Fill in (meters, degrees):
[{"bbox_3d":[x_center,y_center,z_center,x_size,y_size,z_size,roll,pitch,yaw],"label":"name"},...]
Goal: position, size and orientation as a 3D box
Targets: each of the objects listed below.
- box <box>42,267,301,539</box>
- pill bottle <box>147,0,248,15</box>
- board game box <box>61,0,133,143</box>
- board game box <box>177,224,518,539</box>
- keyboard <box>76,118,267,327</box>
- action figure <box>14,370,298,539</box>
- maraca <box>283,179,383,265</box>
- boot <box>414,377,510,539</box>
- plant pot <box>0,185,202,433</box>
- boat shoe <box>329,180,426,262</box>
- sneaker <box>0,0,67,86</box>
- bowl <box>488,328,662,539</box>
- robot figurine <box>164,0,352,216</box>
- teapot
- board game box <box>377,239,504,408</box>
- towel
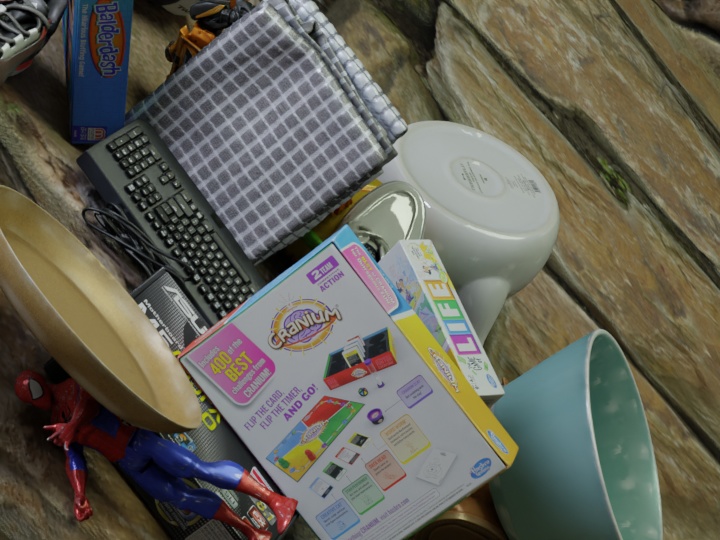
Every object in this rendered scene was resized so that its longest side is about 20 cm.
[{"bbox_3d":[-0.120,0.109,1.542,0.201,0.044,0.160,53,23,-3],"label":"box"},{"bbox_3d":[-0.176,-0.291,1.917,0.199,0.106,0.107,26,35,-48],"label":"pill bottle"},{"bbox_3d":[-0.202,-0.222,1.678,0.045,0.201,0.153,-1,45,-11],"label":"board game box"},{"bbox_3d":[-0.009,0.093,1.529,0.201,0.153,0.040,53,21,-4],"label":"board game box"},{"bbox_3d":[-0.133,-0.021,1.657,0.201,0.040,0.104,53,50,-1],"label":"keyboard"},{"bbox_3d":[-0.145,0.135,1.407,0.199,0.065,0.099,34,33,-5],"label":"action figure"},{"bbox_3d":[0.007,-0.011,1.861,0.200,0.107,0.137,47,25,19],"label":"maraca"},{"bbox_3d":[0.087,0.153,1.791,0.200,0.073,0.156,32,52,-69],"label":"boot"},{"bbox_3d":[-0.175,0.030,1.384,0.200,0.027,0.200,48,6,-7],"label":"plant pot"},{"bbox_3d":[0.000,0.000,1.756,0.073,0.065,0.201,32,61,-3],"label":"boat shoe"},{"bbox_3d":[-0.270,-0.175,1.598,0.077,0.082,0.200,49,23,-11],"label":"sneaker"},{"bbox_3d":[0.166,0.157,1.750,0.201,0.104,0.203,-14,90,-71],"label":"bowl"},{"bbox_3d":[-0.083,-0.136,1.799,0.199,0.146,0.058,30,33,15],"label":"robot figurine"},{"bbox_3d":[0.077,-0.033,2.009,0.197,0.147,0.200,32,35,7],"label":"teapot"},{"bbox_3d":[0.011,0.090,1.625,0.034,0.200,0.135,-1,55,-42],"label":"board game box"},{"bbox_3d":[-0.082,-0.105,1.718,0.166,0.200,0.086,54,24,3],"label":"towel"}]
